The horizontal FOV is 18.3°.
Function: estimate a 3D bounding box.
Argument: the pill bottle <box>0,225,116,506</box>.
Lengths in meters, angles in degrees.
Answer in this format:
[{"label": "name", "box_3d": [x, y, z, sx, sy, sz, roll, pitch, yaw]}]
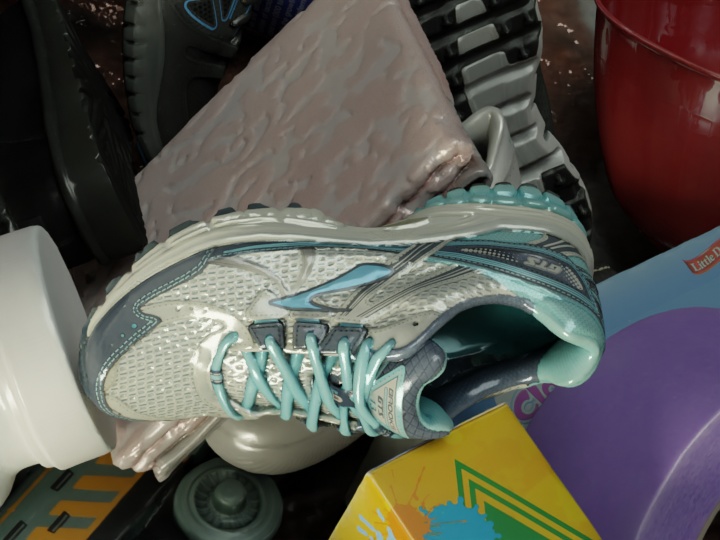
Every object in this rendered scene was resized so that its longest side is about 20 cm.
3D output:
[{"label": "pill bottle", "box_3d": [-0.205, 0.058, 0.878, 0.199, 0.116, 0.117, -19, 63, 0]}]

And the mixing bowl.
[{"label": "mixing bowl", "box_3d": [0.194, -0.061, 1.099, 0.199, 0.109, 0.200, 14, 21, -6]}]

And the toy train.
[{"label": "toy train", "box_3d": [-0.114, 0.132, 0.923, 0.114, 0.085, 0.200, 30, 54, 14]}]

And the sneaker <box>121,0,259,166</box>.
[{"label": "sneaker", "box_3d": [-0.071, -0.131, 1.037, 0.081, 0.201, 0.073, -1, 24, -6]}]

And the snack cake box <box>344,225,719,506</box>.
[{"label": "snack cake box", "box_3d": [0.100, 0.063, 1.008, 0.199, 0.115, 0.067, -24, 68, -28]}]

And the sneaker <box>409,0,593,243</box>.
[{"label": "sneaker", "box_3d": [0.054, -0.094, 1.068, 0.066, 0.201, 0.091, -23, 33, -3]}]

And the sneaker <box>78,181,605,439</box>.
[{"label": "sneaker", "box_3d": [-0.004, 0.023, 0.821, 0.199, 0.078, 0.086, -13, 41, -6]}]

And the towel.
[{"label": "towel", "box_3d": [-0.040, -0.027, 0.952, 0.032, 0.200, 0.191, 40, 15, -31]}]

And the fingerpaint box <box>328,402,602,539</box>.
[{"label": "fingerpaint box", "box_3d": [0.047, 0.175, 0.869, 0.073, 0.200, 0.167, -24, 67, -30]}]

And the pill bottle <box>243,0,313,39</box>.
[{"label": "pill bottle", "box_3d": [-0.050, -0.180, 1.116, 0.199, 0.116, 0.116, 23, 55, -2]}]

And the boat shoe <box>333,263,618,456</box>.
[{"label": "boat shoe", "box_3d": [0.035, 0.027, 1.038, 0.200, 0.072, 0.066, -20, 71, -22]}]

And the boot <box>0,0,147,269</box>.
[{"label": "boot", "box_3d": [-0.188, -0.046, 1.013, 0.157, 0.080, 0.211, -24, 32, 3]}]

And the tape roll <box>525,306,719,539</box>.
[{"label": "tape roll", "box_3d": [0.153, 0.121, 0.934, 0.199, 0.201, 0.085, -24, 25, -28]}]

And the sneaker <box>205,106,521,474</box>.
[{"label": "sneaker", "box_3d": [0.000, 0.000, 0.961, 0.075, 0.089, 0.200, 28, 53, 24]}]
